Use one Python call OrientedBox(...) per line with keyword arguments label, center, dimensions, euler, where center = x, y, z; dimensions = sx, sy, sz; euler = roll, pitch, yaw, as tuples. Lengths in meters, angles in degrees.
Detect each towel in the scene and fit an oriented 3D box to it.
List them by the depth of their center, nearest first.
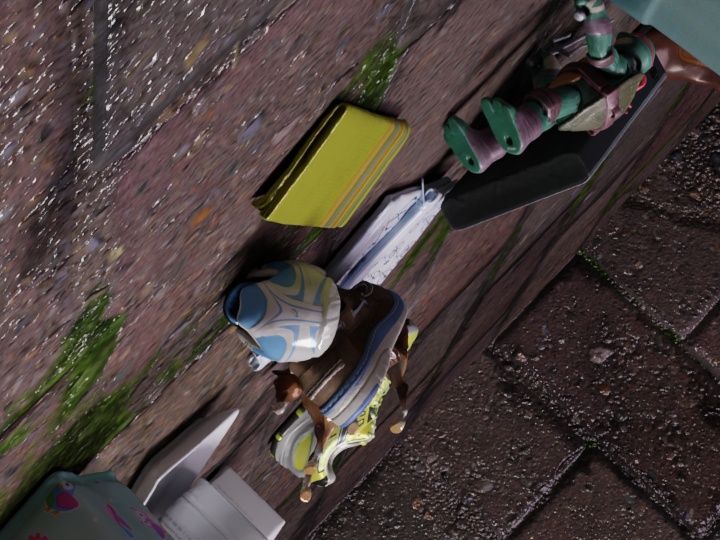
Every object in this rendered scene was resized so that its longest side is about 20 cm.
OrientedBox(label="towel", center=(-0.015, -0.067, 1.268), dimensions=(0.086, 0.018, 0.200), euler=(-54, 170, 8))

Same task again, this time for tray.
OrientedBox(label="tray", center=(-0.169, 0.185, 1.625), dimensions=(0.107, 0.022, 0.200), euler=(-39, 168, -43))

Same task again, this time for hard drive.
OrientedBox(label="hard drive", center=(0.162, -0.110, 1.667), dimensions=(0.139, 0.033, 0.200), euler=(-21, -163, 36))

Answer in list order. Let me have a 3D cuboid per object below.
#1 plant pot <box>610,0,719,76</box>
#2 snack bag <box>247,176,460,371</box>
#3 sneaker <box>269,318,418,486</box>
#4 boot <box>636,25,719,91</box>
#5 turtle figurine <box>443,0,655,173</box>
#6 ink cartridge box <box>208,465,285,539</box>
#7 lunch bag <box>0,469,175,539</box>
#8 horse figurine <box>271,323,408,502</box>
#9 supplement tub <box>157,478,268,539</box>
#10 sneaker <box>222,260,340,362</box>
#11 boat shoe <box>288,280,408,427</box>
OrientedBox(label="plant pot", center=(0.322, -0.233, 1.602), dimensions=(0.200, 0.196, 0.200), euler=(-46, 171, -9))
OrientedBox(label="snack bag", center=(0.000, 0.000, 1.637), dimensions=(0.189, 0.021, 0.200), euler=(-49, 172, 15))
OrientedBox(label="sneaker", center=(-0.004, 0.135, 2.067), dimensions=(0.200, 0.076, 0.075), euler=(-49, 170, 2))
OrientedBox(label="boot", center=(0.365, -0.182, 2.048), dimensions=(0.188, 0.200, 0.069), euler=(-44, 172, -23))
OrientedBox(label="turtle figurine", center=(0.161, -0.150, 1.529), dimensions=(0.200, 0.101, 0.150), euler=(-37, 168, -28))
OrientedBox(label="ink cartridge box", center=(-0.179, 0.299, 1.893), dimensions=(0.200, 0.084, 0.145), euler=(-42, 170, -38))
OrientedBox(label="lunch bag", center=(-0.192, 0.258, 1.319), dimensions=(0.200, 0.170, 0.122), euler=(-48, 164, 8))
OrientedBox(label="horse figurine", center=(-0.009, 0.096, 1.624), dimensions=(0.200, 0.050, 0.133), euler=(-43, -150, 41))
OrientedBox(label="supplement tub", center=(-0.154, 0.285, 1.637), dimensions=(0.200, 0.132, 0.132), euler=(-46, 172, -8))
OrientedBox(label="sneaker", center=(-0.057, 0.024, 1.350), dimensions=(0.200, 0.072, 0.073), euler=(162, -57, -83))
OrientedBox(label="boat shoe", center=(-0.014, 0.043, 1.504), dimensions=(0.072, 0.072, 0.200), euler=(-47, -170, 15))
